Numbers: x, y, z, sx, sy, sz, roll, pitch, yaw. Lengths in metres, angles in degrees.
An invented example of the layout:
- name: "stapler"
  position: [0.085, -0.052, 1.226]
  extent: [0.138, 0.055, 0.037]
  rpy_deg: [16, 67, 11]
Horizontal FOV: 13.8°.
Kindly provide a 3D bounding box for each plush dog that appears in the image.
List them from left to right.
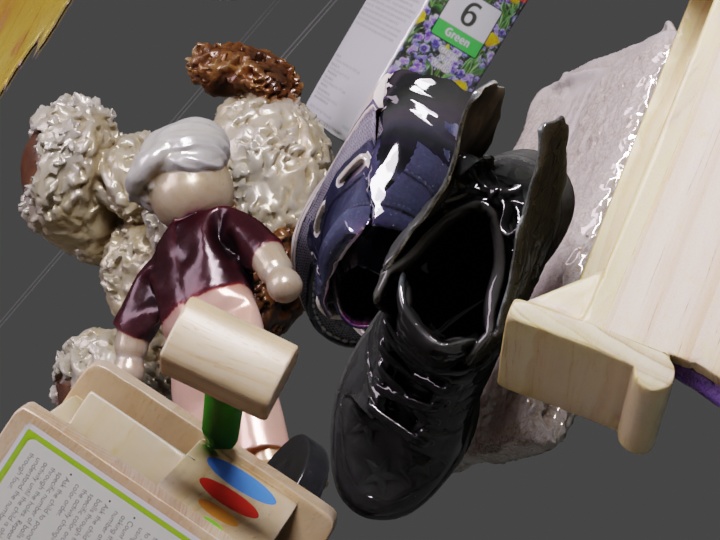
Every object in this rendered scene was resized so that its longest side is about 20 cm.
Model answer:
- name: "plush dog"
  position: [-0.068, -0.017, 1.504]
  extent: [0.172, 0.160, 0.200]
  rpy_deg: [-41, 52, 48]

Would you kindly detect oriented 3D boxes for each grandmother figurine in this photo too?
- name: "grandmother figurine"
  position: [-0.071, 0.020, 1.385]
  extent: [0.121, 0.061, 0.200]
  rpy_deg: [-24, 62, 25]

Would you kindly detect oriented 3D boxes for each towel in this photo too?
- name: "towel"
  position: [0.079, -0.008, 1.262]
  extent: [0.133, 0.034, 0.200]
  rpy_deg: [-23, 42, 65]

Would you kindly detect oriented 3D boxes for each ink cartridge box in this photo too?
- name: "ink cartridge box"
  position: [0.050, -0.149, 1.540]
  extent: [0.200, 0.050, 0.109]
  rpy_deg: [-59, 17, 3]

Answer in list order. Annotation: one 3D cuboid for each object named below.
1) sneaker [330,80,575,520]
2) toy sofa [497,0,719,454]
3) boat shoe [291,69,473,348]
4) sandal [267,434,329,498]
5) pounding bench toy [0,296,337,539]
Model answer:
- name: "sneaker"
  position: [0.030, 0.017, 1.150]
  extent: [0.200, 0.060, 0.104]
  rpy_deg: [-63, -10, 16]
- name: "toy sofa"
  position: [0.130, -0.035, 1.111]
  extent: [0.083, 0.097, 0.200]
  rpy_deg: [94, -162, -71]
- name: "boat shoe"
  position: [0.000, 0.000, 1.342]
  extent: [0.200, 0.075, 0.093]
  rpy_deg: [107, -177, -56]
- name: "sandal"
  position: [-0.085, 0.147, 1.303]
  extent: [0.200, 0.045, 0.075]
  rpy_deg: [-56, 18, 17]
- name: "pounding bench toy"
  position: [-0.079, 0.096, 1.181]
  extent: [0.200, 0.124, 0.156]
  rpy_deg: [-57, -3, 10]
